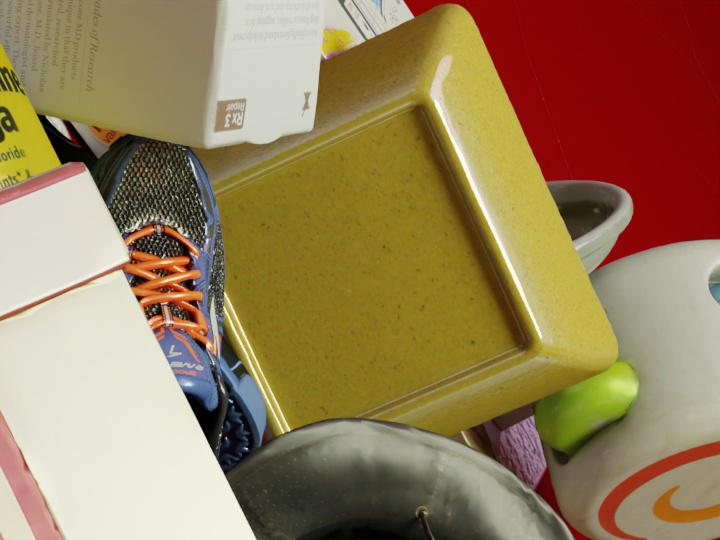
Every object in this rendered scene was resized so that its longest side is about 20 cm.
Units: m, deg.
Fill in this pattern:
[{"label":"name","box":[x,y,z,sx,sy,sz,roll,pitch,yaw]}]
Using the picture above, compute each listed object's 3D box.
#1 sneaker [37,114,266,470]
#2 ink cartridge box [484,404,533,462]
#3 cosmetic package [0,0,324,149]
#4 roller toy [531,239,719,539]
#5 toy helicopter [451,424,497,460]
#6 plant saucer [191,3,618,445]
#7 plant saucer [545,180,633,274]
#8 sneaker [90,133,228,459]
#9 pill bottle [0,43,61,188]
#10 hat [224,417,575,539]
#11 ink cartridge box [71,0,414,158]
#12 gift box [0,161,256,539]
[{"label":"sneaker","box":[-0.109,0.005,0.851,0.200,0.070,0.078,50,33,-21]},{"label":"ink cartridge box","box":[0.092,0.023,1.212,0.115,0.068,0.200,49,28,-25]},{"label":"cosmetic package","box":[-0.125,-0.108,0.796,0.102,0.199,0.074,-21,120,-65]},{"label":"roller toy","box":[0.196,0.073,1.090,0.200,0.182,0.140,67,9,-58]},{"label":"toy helicopter","box":[0.100,0.165,1.069,0.201,0.079,0.132,63,20,6]},{"label":"plant saucer","box":[0.000,0.000,0.878,0.048,0.199,0.201,-63,128,-78]},{"label":"plant saucer","box":[0.067,0.001,1.057,0.200,0.199,0.050,-49,127,-64]},{"label":"sneaker","box":[-0.084,0.037,0.764,0.075,0.078,0.201,1,83,-24]},{"label":"pill bottle","box":[-0.187,-0.052,0.714,0.201,0.112,0.112,62,25,5]},{"label":"hat","box":[-0.002,0.157,0.761,0.200,0.081,0.202,3,82,-21]},{"label":"ink cartridge box","box":[-0.050,-0.094,0.976,0.200,0.147,0.145,54,26,-12]},{"label":"gift box","box":[-0.154,0.081,0.516,0.200,0.184,0.187,-24,87,-42]}]
